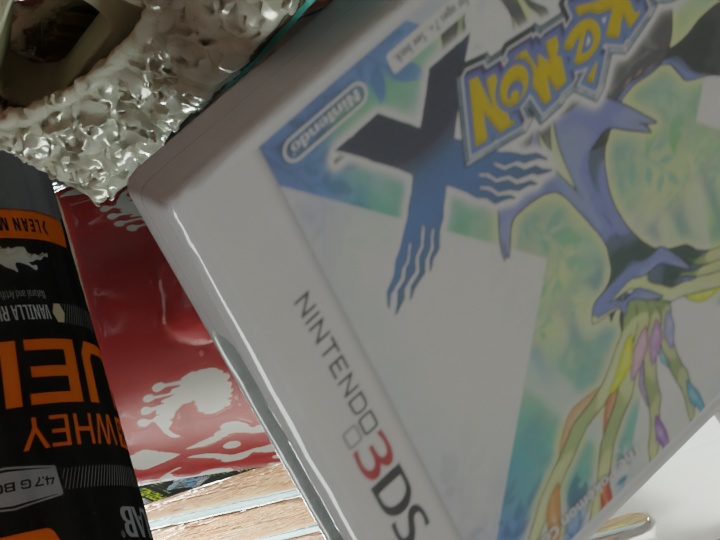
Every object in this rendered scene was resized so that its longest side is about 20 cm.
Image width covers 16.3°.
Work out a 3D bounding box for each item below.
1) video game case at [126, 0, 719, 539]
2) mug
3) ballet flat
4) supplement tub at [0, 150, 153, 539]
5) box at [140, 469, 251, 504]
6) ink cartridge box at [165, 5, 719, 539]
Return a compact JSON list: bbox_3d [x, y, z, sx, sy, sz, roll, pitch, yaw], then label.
[{"bbox_3d":[0.052,-0.017,0.652,0.200,0.183,0.022,-42,-140,-19],"label":"video game case"},{"bbox_3d":[-0.003,-0.008,0.886,0.199,0.134,0.178,-11,145,-10],"label":"mug"},{"bbox_3d":[-0.056,-0.070,0.632,0.072,0.072,0.200,-11,165,-29],"label":"ballet flat"},{"bbox_3d":[-0.132,0.055,0.747,0.122,0.200,0.123,-17,169,-3],"label":"supplement tub"},{"bbox_3d":[-0.082,0.074,1.293,0.160,0.044,0.200,-18,168,6],"label":"box"},{"bbox_3d":[0.035,0.010,0.757,0.116,0.067,0.200,-21,130,18],"label":"ink cartridge box"}]
